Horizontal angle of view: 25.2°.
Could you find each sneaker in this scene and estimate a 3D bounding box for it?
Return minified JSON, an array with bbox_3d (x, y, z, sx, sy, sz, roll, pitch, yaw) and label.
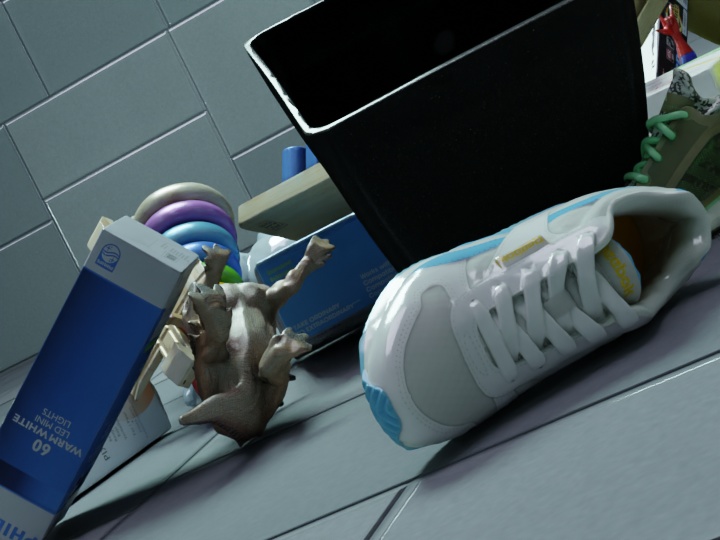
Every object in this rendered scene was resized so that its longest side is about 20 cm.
[{"bbox_3d":[0.080,0.013,0.737,0.199,0.077,0.080,-34,10,-36],"label":"sneaker"},{"bbox_3d":[0.180,-0.066,0.904,0.198,0.089,0.077,-28,5,-6],"label":"sneaker"}]

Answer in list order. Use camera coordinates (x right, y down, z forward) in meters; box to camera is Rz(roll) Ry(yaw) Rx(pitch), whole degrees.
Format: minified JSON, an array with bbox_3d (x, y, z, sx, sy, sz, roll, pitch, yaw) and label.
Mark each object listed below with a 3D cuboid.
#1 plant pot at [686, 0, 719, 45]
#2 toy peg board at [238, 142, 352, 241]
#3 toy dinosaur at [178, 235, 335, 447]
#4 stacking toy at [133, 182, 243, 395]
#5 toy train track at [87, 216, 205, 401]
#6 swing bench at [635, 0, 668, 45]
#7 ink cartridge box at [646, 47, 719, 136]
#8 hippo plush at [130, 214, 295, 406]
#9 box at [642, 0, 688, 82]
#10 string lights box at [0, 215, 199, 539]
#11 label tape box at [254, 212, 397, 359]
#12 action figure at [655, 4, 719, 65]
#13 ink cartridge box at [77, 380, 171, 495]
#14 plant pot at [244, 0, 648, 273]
[{"bbox_3d":[0.377,-0.270,1.456,0.200,0.142,0.201,-44,19,20],"label":"plant pot"},{"bbox_3d":[0.034,-0.089,1.302,0.197,0.099,0.199,12,-23,-35],"label":"toy peg board"},{"bbox_3d":[-0.076,0.060,1.013,0.201,0.085,0.137,-86,11,-55],"label":"toy dinosaur"},{"bbox_3d":[-0.121,0.025,1.230,0.085,0.086,0.201,-26,44,6],"label":"stacking toy"},{"bbox_3d":[-0.172,0.018,1.216,0.115,0.032,0.200,-58,40,17],"label":"toy train track"},{"bbox_3d":[0.111,-0.199,1.241,0.131,0.198,0.200,-63,-11,28],"label":"swing bench"},{"bbox_3d":[0.221,-0.101,1.163,0.116,0.068,0.200,-25,5,23],"label":"ink cartridge box"},{"bbox_3d":[-0.107,-0.004,1.392,0.159,0.161,0.200,-27,4,2],"label":"hippo plush"},{"bbox_3d":[0.194,-0.162,1.408,0.199,0.049,0.201,-24,45,42],"label":"box"},{"bbox_3d":[-0.176,0.071,1.022,0.202,0.058,0.103,-62,3,5],"label":"string lights box"},{"bbox_3d":[0.000,0.000,1.170,0.142,0.067,0.200,-27,-4,-5],"label":"label tape box"},{"bbox_3d":[0.312,-0.187,1.275,0.198,0.100,0.065,-22,3,2],"label":"action figure"},{"bbox_3d":[-0.257,0.157,1.200,0.161,0.051,0.200,-25,3,33],"label":"ink cartridge box"},{"bbox_3d":[0.067,-0.083,0.986,0.198,0.179,0.200,-27,26,-4],"label":"plant pot"}]
